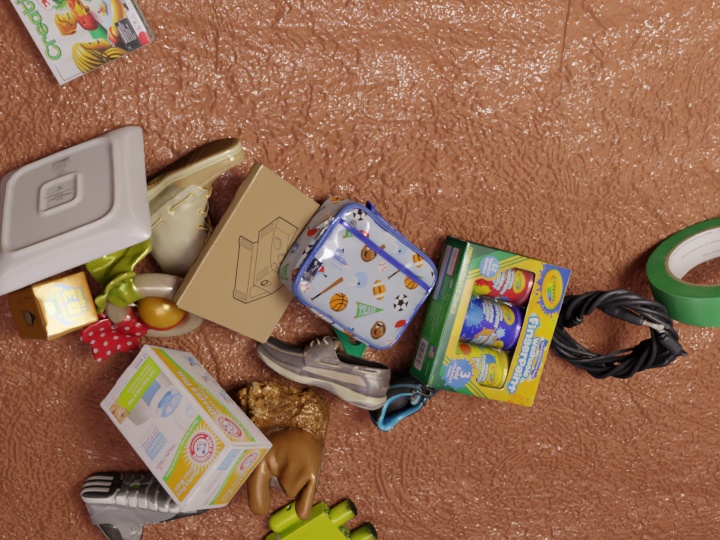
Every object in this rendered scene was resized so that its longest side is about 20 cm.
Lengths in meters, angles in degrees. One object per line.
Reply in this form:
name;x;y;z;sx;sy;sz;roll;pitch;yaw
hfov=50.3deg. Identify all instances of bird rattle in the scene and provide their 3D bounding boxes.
bird rattle;-0.284;0.053;0.995;0.162;0.113;0.201;6;136;-9

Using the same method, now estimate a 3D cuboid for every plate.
plate;-0.351;-0.084;0.913;0.199;0.201;0.032;-21;141;4

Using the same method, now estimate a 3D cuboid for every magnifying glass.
magnifying glass;-0.008;0.106;1.118;0.079;0.022;0.201;-2;111;-4

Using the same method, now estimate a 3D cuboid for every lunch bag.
lunch bag;0.000;0.000;1.015;0.200;0.076;0.161;37;89;-32

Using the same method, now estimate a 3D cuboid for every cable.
cable;0.337;0.090;1.067;0.163;0.051;0.200;40;148;-24

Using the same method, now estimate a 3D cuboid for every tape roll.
tape roll;0.486;-0.003;1.016;0.200;0.201;0.048;-24;114;5

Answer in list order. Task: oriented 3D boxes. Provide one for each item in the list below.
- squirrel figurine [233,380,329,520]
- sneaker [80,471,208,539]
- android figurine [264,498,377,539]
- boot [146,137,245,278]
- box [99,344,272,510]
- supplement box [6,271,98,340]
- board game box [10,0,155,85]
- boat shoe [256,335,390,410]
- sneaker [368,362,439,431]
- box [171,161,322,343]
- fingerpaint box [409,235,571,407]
squirrel figurine;-0.146;0.250;1.122;0.186;0.142;0.201;10;98;2
sneaker;-0.323;0.372;1.179;0.199;0.075;0.116;5;118;4
android figurine;-0.077;0.452;1.245;0.200;0.041;0.182;-35;112;9
boot;-0.203;-0.067;0.993;0.199;0.073;0.156;-28;111;14
box;-0.233;0.208;1.026;0.200;0.101;0.113;42;97;27
supplement box;-0.387;0.046;0.955;0.069;0.200;0.067;-19;97;-30
board game box;-0.344;-0.335;0.891;0.126;0.035;0.201;-24;113;5
boat shoe;-0.048;0.127;1.087;0.199;0.075;0.074;22;99;0
sneaker;0.096;0.163;1.116;0.200;0.082;0.073;-41;108;10
box;-0.128;-0.017;0.985;0.163;0.021;0.201;31;90;-47
fingerpaint box;0.178;0.071;1.052;0.166;0.073;0.201;14;95;-19
